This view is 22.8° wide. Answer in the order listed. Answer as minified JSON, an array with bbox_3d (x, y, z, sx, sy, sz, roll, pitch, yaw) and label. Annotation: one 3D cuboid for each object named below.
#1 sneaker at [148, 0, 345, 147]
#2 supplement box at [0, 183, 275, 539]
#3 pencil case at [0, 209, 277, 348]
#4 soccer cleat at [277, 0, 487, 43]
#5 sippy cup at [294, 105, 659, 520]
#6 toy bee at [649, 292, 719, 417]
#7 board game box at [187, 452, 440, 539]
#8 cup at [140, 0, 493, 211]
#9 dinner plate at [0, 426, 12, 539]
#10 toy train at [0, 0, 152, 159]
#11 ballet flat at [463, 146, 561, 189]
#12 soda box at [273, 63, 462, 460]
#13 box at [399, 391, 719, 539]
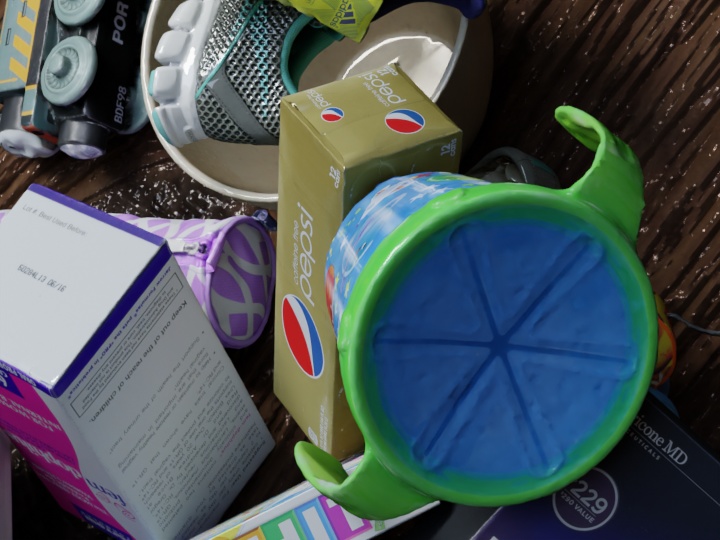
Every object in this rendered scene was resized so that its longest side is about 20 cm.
[{"bbox_3d":[-0.040,-0.153,0.935,0.091,0.078,0.201,13,83,13],"label":"sneaker"},{"bbox_3d":[-0.138,0.064,0.985,0.101,0.200,0.104,22,64,31],"label":"supplement box"},{"bbox_3d":[-0.147,0.003,1.086,0.199,0.085,0.084,0,71,28],"label":"pencil case"},{"bbox_3d":[-0.026,-0.152,0.868,0.199,0.065,0.084,-5,83,-19],"label":"soccer cleat"},{"bbox_3d":[0.044,0.016,0.781,0.177,0.140,0.130,-19,20,-9],"label":"sippy cup"},{"bbox_3d":[0.124,0.044,0.923,0.200,0.109,0.131,-46,15,-2],"label":"toy bee"},{"bbox_3d":[-0.040,0.133,0.905,0.134,0.200,0.034,-26,86,-9],"label":"board game box"},{"bbox_3d":[-0.003,-0.113,1.016,0.199,0.143,0.202,-8,71,25],"label":"cup"},{"bbox_3d":[-0.213,0.158,1.031,0.024,0.200,0.201,-1,69,-13],"label":"dinner plate"},{"bbox_3d":[-0.186,-0.167,1.167,0.113,0.085,0.201,-5,73,38],"label":"toy train"},{"bbox_3d":[0.027,0.003,1.011,0.200,0.064,0.068,-42,61,10],"label":"ballet flat"},{"bbox_3d":[0.000,0.000,0.902,0.067,0.201,0.064,-20,46,-24],"label":"soda box"},{"bbox_3d":[0.137,0.152,0.837,0.200,0.079,0.141,40,93,-12],"label":"box"}]
